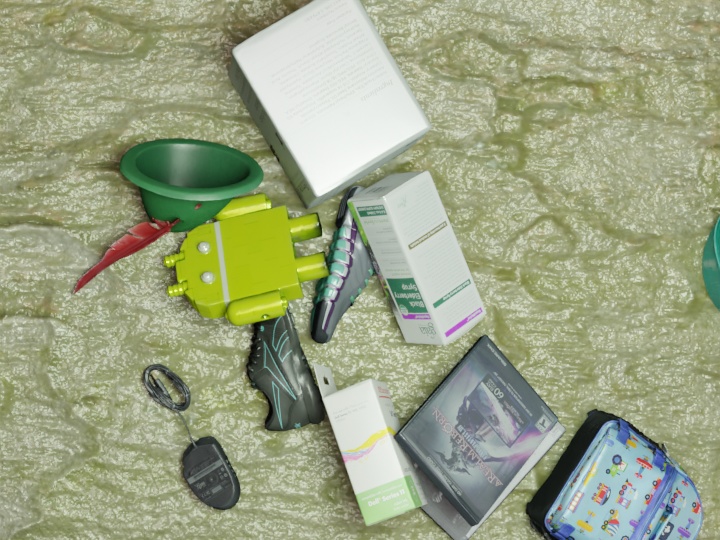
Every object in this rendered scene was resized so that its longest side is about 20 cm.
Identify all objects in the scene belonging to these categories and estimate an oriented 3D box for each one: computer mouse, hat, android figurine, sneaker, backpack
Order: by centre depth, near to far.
[{"bbox_3d":[-0.140,-0.012,1.711,0.198,0.041,0.183,-11,54,2],"label":"android figurine"},{"bbox_3d":[-0.221,-0.051,1.729,0.198,0.166,0.178,17,118,19],"label":"hat"},{"bbox_3d":[-0.106,0.101,1.731,0.079,0.075,0.202,-18,90,-5],"label":"sneaker"},{"bbox_3d":[-0.207,0.203,1.742,0.058,0.034,0.201,-28,86,10],"label":"computer mouse"},{"bbox_3d":[0.333,0.296,1.749,0.199,0.135,0.183,36,85,-7],"label":"backpack"},{"bbox_3d":[0.000,0.000,1.750,0.087,0.074,0.202,17,86,-11],"label":"sneaker"}]

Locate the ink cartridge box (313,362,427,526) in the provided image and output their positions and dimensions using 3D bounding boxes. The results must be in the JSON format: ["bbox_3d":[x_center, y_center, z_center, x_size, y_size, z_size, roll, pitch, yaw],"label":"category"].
[{"bbox_3d":[0.012,0.198,1.704,0.067,0.117,0.202,-21,81,7],"label":"ink cartridge box"}]

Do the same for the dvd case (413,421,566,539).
[{"bbox_3d":[0.140,0.222,1.782,0.150,0.025,0.200,44,84,-3],"label":"dvd case"}]

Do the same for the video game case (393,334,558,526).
[{"bbox_3d":[0.143,0.190,1.710,0.143,0.019,0.200,49,51,-4],"label":"video game case"}]

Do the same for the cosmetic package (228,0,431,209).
[{"bbox_3d":[-0.040,-0.205,1.703,0.164,0.165,0.201,-30,91,-6],"label":"cosmetic package"}]

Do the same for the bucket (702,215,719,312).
[{"bbox_3d":[0.536,-0.009,1.780,0.205,0.135,0.210,0,89,-8],"label":"bucket"}]

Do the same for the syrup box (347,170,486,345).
[{"bbox_3d":[0.069,-0.014,1.720,0.081,0.078,0.202,-32,107,-31],"label":"syrup box"}]
